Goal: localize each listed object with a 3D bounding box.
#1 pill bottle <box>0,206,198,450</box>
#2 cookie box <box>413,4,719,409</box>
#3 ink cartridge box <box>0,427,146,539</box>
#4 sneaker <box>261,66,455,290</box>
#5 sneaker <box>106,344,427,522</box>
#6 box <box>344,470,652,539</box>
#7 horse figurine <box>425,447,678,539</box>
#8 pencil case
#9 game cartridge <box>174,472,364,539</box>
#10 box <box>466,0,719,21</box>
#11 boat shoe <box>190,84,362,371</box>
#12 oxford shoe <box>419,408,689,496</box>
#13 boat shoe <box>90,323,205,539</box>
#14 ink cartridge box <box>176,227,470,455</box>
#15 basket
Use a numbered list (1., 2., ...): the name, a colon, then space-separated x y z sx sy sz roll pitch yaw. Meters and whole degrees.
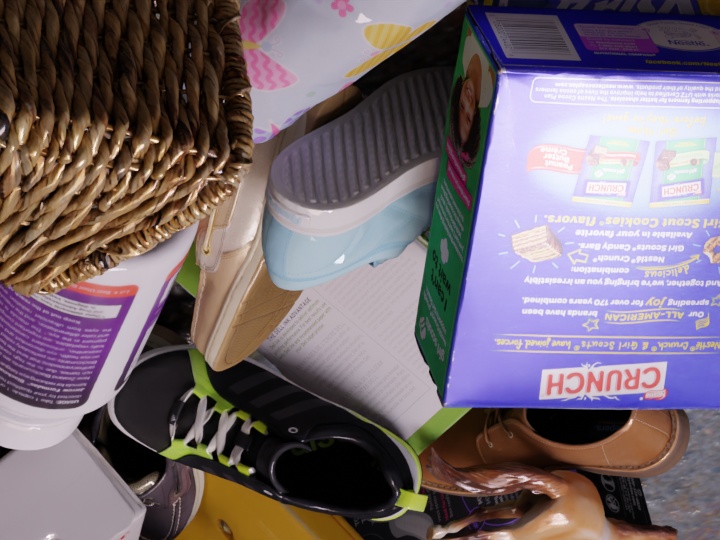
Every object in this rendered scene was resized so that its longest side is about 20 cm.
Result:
1. pill bottle: -0.170 0.014 1.357 0.111 0.112 0.200 7 141 -20
2. cookie box: 0.127 -0.029 1.236 0.171 0.075 0.200 1 121 -12
3. ink cartridge box: -0.217 0.183 1.499 0.146 0.084 0.200 -38 171 -18
4. sneaker: 0.019 -0.048 1.295 0.200 0.074 0.082 -23 146 -36
5. sneaker: -0.053 0.094 1.396 0.199 0.072 0.083 17 -177 4
6. box: 0.079 0.159 1.598 0.106 0.123 0.200 22 134 -38
7. horse figurine: 0.111 0.161 1.464 0.132 0.050 0.200 -21 144 14
8. pencil case: -0.007 -0.148 1.182 0.200 0.091 0.083 -35 171 31
9. game cartridge: -0.048 0.194 1.570 0.032 0.200 0.177 -34 155 -29
10. box: 0.157 -0.154 1.243 0.199 0.064 0.070 -2 143 -9
11. boat shoe: -0.059 -0.036 1.335 0.074 0.069 0.200 -27 147 -51
12. oxford shoe: 0.096 0.093 1.472 0.200 0.072 0.071 -10 156 32
13. boat shoe: -0.141 0.115 1.522 0.072 0.065 0.200 24 141 13
14. ink cartridge box: 0.000 0.000 1.419 0.200 0.076 0.148 41 129 -6
15. basket: -0.146 -0.088 1.150 0.149 0.200 0.143 8 139 -23
